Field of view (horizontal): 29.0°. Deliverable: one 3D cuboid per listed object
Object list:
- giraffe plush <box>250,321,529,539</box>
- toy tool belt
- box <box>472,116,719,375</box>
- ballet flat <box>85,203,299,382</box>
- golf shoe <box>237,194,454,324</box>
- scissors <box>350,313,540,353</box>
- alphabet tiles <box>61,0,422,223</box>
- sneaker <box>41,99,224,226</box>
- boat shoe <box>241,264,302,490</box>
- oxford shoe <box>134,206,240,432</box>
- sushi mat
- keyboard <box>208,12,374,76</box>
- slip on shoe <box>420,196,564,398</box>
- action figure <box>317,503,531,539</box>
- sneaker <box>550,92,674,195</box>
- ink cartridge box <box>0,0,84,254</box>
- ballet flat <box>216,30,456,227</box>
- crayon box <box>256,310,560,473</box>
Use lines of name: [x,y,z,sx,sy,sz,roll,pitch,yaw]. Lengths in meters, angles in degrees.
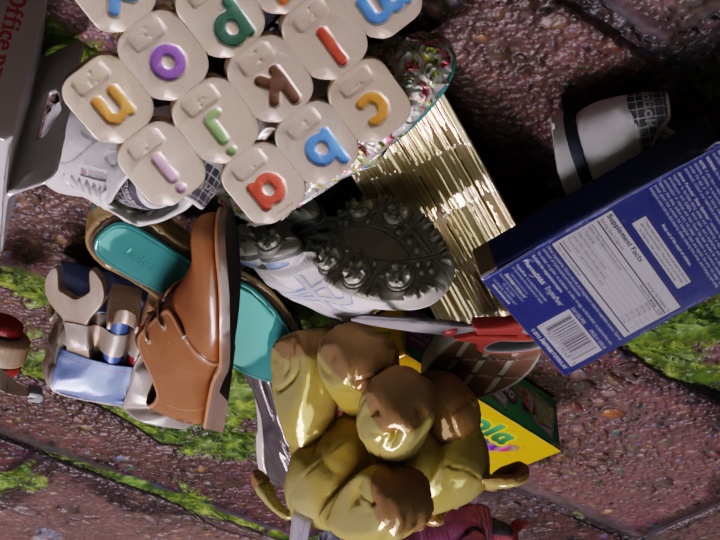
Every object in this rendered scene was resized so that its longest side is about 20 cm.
giraffe plush: [0.033,0.133,1.017,0.162,0.173,0.200,-3,121,-37]
toy tool belt: [-0.193,0.035,1.071,0.200,0.125,0.123,14,106,-20]
box: [0.186,-0.019,0.884,0.200,0.032,0.121,-29,131,16]
ballet flat: [-0.115,0.006,1.013,0.069,0.063,0.200,-38,121,15]
golf shoe: [0.000,0.000,0.965,0.200,0.078,0.097,17,152,46]
scissors: [0.064,0.043,0.941,0.200,0.014,0.073,-2,158,-32]
alphabet tiles: [-0.067,-0.129,0.796,0.200,0.015,0.196,-38,117,2]
sneaker: [-0.156,-0.069,0.908,0.076,0.081,0.200,28,156,-37]
boat shoe: [-0.056,0.087,1.098,0.057,0.067,0.200,10,121,35]
oxford shoe: [-0.118,0.037,0.952,0.071,0.071,0.200,9,131,-4]
sushi mat: [0.054,-0.041,0.949,0.096,0.012,0.200,-16,119,30]
keyboard: [-0.059,-0.132,0.871,0.104,0.040,0.200,23,139,-26]
slip on shoe: [0.107,0.024,1.036,0.076,0.061,0.200,17,136,-13]
action figure: [0.055,0.234,1.249,0.200,0.134,0.149,-9,103,-7]
sneaker: [0.196,-0.041,0.939,0.080,0.076,0.200,-21,140,17]
ink cartridge box: [-0.278,-0.103,0.852,0.200,0.129,0.125,12,144,-10]
ballet flat: [-0.027,-0.089,0.882,0.064,0.076,0.200,21,136,-39]
crayon box: [0.043,0.123,1.197,0.172,0.058,0.200,-28,134,36]
